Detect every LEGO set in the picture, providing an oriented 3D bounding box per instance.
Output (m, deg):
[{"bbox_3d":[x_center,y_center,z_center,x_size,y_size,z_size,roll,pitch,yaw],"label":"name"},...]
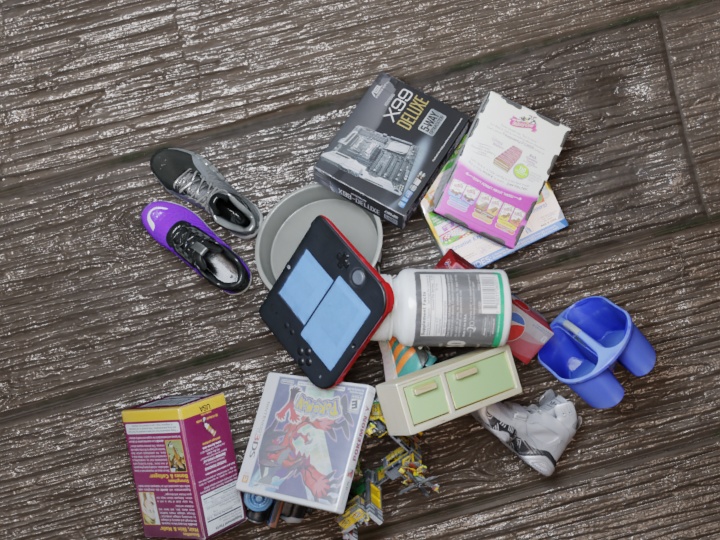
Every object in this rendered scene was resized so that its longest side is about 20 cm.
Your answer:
[{"bbox_3d":[0.003,0.300,1.644,0.200,0.116,0.154,-31,116,16],"label":"LEGO set"}]

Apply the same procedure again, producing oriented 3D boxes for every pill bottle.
[{"bbox_3d":[0.109,0.053,1.625,0.200,0.113,0.113,1,92,-3],"label":"pill bottle"}]

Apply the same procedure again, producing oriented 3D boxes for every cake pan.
[{"bbox_3d":[-0.059,-0.035,1.701,0.200,0.037,0.200,-7,66,15],"label":"cake pan"}]

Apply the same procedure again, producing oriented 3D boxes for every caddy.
[{"bbox_3d":[0.347,0.115,1.702,0.141,0.200,0.105,-46,110,1],"label":"caddy"}]

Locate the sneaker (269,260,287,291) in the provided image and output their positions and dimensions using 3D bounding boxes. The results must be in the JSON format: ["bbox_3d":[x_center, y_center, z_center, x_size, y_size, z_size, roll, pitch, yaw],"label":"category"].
[{"bbox_3d":[-0.082,0.076,1.727,0.076,0.092,0.200,-26,91,0],"label":"sneaker"}]

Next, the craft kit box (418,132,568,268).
[{"bbox_3d":[0.190,-0.115,1.756,0.200,0.049,0.198,-25,96,-1],"label":"craft kit box"}]

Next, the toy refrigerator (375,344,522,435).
[{"bbox_3d":[0.129,0.169,1.621,0.200,0.070,0.076,-16,90,-28],"label":"toy refrigerator"}]

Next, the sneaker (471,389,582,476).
[{"bbox_3d":[0.256,0.221,1.744,0.200,0.075,0.115,42,86,-25],"label":"sneaker"}]

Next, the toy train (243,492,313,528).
[{"bbox_3d":[-0.110,0.299,1.742,0.114,0.087,0.200,17,92,-9],"label":"toy train"}]

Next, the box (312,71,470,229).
[{"bbox_3d":[0.047,-0.182,1.693,0.158,0.050,0.200,30,69,12],"label":"box"}]

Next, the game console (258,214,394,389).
[{"bbox_3d":[-0.051,0.049,1.601,0.177,0.031,0.200,47,121,21],"label":"game console"}]

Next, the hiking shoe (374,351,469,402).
[{"bbox_3d":[0.100,0.183,1.735,0.200,0.101,0.076,-26,93,-1],"label":"hiking shoe"}]

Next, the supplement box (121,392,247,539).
[{"bbox_3d":[-0.263,0.292,1.698,0.131,0.103,0.200,-7,94,36],"label":"supplement box"}]

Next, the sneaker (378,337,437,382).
[{"bbox_3d":[0.075,0.120,1.693,0.080,0.071,0.200,-15,78,20],"label":"sneaker"}]

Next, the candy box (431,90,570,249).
[{"bbox_3d":[0.210,-0.150,1.705,0.136,0.061,0.200,26,92,-3],"label":"candy box"}]

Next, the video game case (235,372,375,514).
[{"bbox_3d":[-0.082,0.244,1.632,0.200,0.023,0.182,3,71,39],"label":"video game case"}]

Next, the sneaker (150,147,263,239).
[{"bbox_3d":[-0.231,-0.121,1.701,0.200,0.115,0.075,34,91,-4],"label":"sneaker"}]

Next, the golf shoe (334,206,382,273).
[{"bbox_3d":[0.000,0.000,1.728,0.078,0.094,0.200,-9,91,-1],"label":"golf shoe"}]

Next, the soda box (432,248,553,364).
[{"bbox_3d":[0.195,0.055,1.726,0.200,0.063,0.070,35,105,-17],"label":"soda box"}]

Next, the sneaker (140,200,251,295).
[{"bbox_3d":[-0.245,-0.038,1.711,0.200,0.100,0.070,38,88,-4],"label":"sneaker"}]
